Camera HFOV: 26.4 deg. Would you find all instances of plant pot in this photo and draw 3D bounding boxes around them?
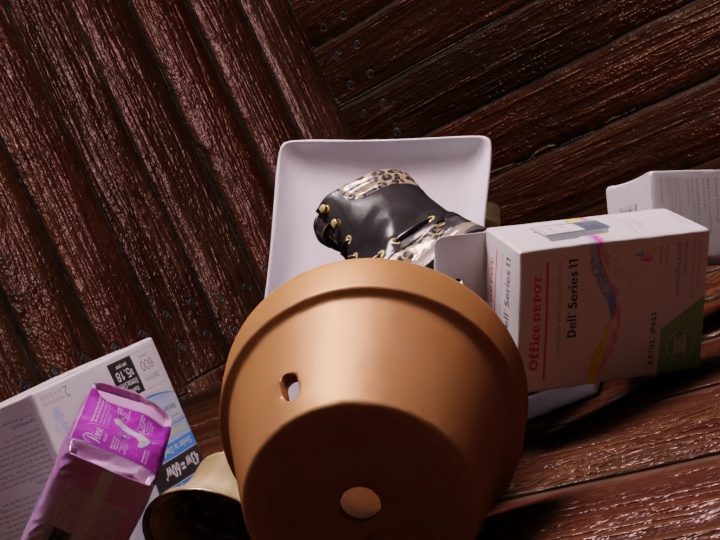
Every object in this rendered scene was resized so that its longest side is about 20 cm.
[{"bbox_3d":[0.005,0.109,0.940,0.200,0.200,0.140,-24,18,13],"label":"plant pot"}]

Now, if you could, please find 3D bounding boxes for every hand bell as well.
[{"bbox_3d":[-0.090,0.138,1.203,0.104,0.104,0.200,-24,28,30],"label":"hand bell"}]

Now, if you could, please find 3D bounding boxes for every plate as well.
[{"bbox_3d":[0.017,-0.020,1.365,0.199,0.200,0.032,0,-16,16],"label":"plate"}]

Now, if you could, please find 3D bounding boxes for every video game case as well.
[{"bbox_3d":[0.125,0.120,1.378,0.200,0.022,0.182,-24,2,15],"label":"video game case"}]

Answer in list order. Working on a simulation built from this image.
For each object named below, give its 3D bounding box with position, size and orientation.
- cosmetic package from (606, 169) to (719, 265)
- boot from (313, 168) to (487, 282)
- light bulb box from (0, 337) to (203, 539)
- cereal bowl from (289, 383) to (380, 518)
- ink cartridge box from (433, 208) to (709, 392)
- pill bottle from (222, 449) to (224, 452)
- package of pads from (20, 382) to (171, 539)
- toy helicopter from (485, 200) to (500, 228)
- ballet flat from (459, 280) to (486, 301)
[{"bbox_3d":[0.334,-0.046,1.369,0.200,0.081,0.113,-3,-3,-12],"label":"cosmetic package"},{"bbox_3d":[0.000,0.000,1.274,0.200,0.073,0.151,-36,38,-4],"label":"boot"},{"bbox_3d":[-0.245,0.193,1.387,0.125,0.200,0.198,-22,3,28],"label":"light bulb box"},{"bbox_3d":[-0.003,0.091,1.114,0.083,0.200,0.200,20,-16,-20],"label":"cereal bowl"},{"bbox_3d":[0.158,0.024,1.164,0.200,0.117,0.067,-7,20,-18],"label":"ink cartridge box"},{"bbox_3d":[-0.044,0.141,1.339,0.111,0.111,0.200,-27,-11,-41],"label":"pill bottle"},{"bbox_3d":[-0.213,0.196,1.154,0.121,0.076,0.200,-88,22,-68],"label":"package of pads"},{"bbox_3d":[0.033,-0.042,1.454,0.200,0.079,0.132,-5,-10,7],"label":"toy helicopter"},{"bbox_3d":[0.138,0.038,1.264,0.069,0.069,0.200,-24,-23,29],"label":"ballet flat"}]
